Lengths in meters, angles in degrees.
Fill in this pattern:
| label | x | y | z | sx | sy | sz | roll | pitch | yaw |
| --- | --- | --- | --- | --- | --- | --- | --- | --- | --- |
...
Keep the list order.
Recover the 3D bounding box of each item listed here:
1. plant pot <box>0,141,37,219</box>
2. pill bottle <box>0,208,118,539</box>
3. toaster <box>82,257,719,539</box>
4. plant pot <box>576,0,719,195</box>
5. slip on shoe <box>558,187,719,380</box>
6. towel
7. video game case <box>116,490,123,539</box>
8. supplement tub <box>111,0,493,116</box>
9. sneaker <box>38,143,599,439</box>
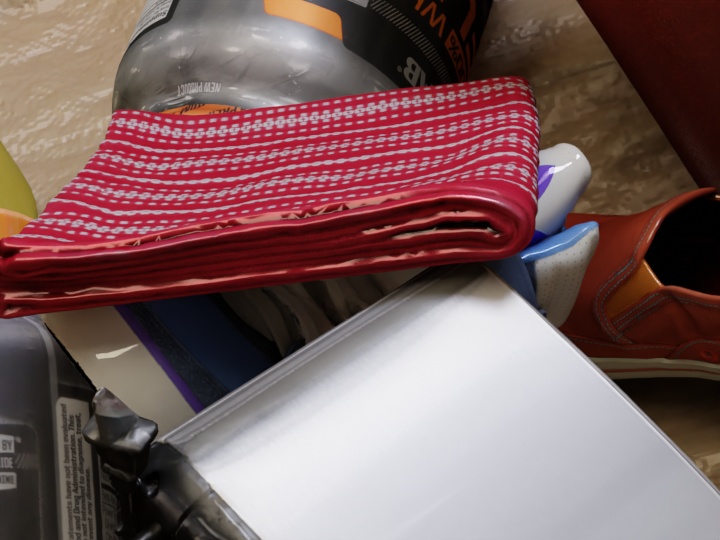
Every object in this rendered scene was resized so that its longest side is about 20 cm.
| label | x | y | z | sx | sy | sz | roll | pitch | yaw |
| --- | --- | --- | --- | --- | --- | --- | --- | --- | --- |
| plant pot | -0.247 | -0.040 | 0.842 | 0.201 | 0.189 | 0.201 | -23 | 32 | 16 |
| pill bottle | -0.128 | 0.083 | 0.739 | 0.106 | 0.106 | 0.200 | -9 | 74 | 12 |
| toaster | 0.024 | 0.112 | 0.622 | 0.119 | 0.200 | 0.181 | -36 | 70 | -24 |
| plant pot | 0.142 | -0.131 | 0.787 | 0.201 | 0.195 | 0.201 | -24 | 29 | 14 |
| slip on shoe | 0.106 | 0.000 | 0.783 | 0.074 | 0.061 | 0.200 | -43 | 32 | -27 |
| towel | -0.020 | -0.028 | 0.685 | 0.145 | 0.023 | 0.200 | -6 | 14 | 6 |
| video game case | -0.055 | 0.101 | 0.805 | 0.200 | 0.019 | 0.143 | 32 | 67 | 36 |
| supplement tub | -0.017 | -0.090 | 0.881 | 0.122 | 0.123 | 0.200 | 3 | 53 | 21 |
| sneaker | 0.000 | 0.000 | 0.715 | 0.146 | 0.200 | 0.081 | -43 | 67 | 5 |
